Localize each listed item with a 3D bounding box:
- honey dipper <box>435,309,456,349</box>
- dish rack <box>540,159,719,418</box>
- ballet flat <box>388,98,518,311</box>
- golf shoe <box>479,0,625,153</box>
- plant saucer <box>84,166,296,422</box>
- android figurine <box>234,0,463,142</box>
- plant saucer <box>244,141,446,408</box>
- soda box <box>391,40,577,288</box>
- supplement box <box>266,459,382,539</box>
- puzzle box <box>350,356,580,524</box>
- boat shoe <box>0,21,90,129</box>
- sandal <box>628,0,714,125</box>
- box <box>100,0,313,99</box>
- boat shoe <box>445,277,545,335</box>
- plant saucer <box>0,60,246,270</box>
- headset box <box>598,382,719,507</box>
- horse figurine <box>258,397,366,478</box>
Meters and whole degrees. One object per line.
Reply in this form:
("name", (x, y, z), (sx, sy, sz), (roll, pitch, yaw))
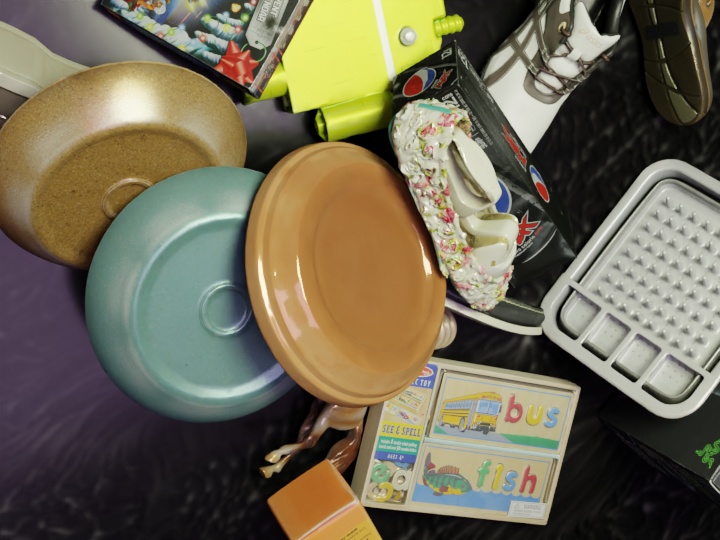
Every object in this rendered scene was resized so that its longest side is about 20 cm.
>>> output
("honey dipper", (0.013, 0.057, 0.999), (0.199, 0.038, 0.039), (-8, 105, -55))
("dish rack", (0.274, 0.018, 1.089), (0.201, 0.171, 0.044), (-52, 147, -3))
("ballet flat", (0.083, -0.044, 0.950), (0.076, 0.063, 0.201), (-59, 133, -35))
("golf shoe", (0.161, -0.179, 1.038), (0.077, 0.094, 0.202), (23, 93, -21))
("plant saucer", (-0.103, 0.025, 0.926), (0.198, 0.036, 0.203), (-7, 108, -20))
("android figurine", (-0.012, -0.201, 1.007), (0.198, 0.041, 0.184), (-14, 103, -13))
("plant saucer", (0.000, 0.000, 0.932), (0.199, 0.037, 0.203), (12, 73, -43))
("soda box", (0.103, -0.082, 1.016), (0.063, 0.071, 0.200), (-26, 123, 22))
("supplement box", (-0.004, 0.256, 1.043), (0.068, 0.067, 0.201), (-34, 125, -9))
("puzzle box", (0.095, 0.149, 1.095), (0.198, 0.025, 0.135), (10, 96, -26))
("boat shoe", (-0.221, -0.116, 0.943), (0.199, 0.072, 0.059), (27, 130, -32))
("sandal", (0.280, -0.229, 1.079), (0.054, 0.081, 0.202), (-21, 104, -30))
("box", (-0.089, -0.252, 0.945), (0.136, 0.040, 0.202), (29, 89, 6))
("boat shoe", (0.078, 0.000, 1.053), (0.198, 0.072, 0.068), (26, 92, -17))
("plant saucer", (-0.174, -0.063, 0.919), (0.198, 0.036, 0.201), (-16, 140, -13))
("headset box", (0.333, 0.114, 1.086), (0.093, 0.200, 0.175), (40, 87, -21))
("horse figurine", (-0.038, 0.096, 1.027), (0.132, 0.050, 0.202), (-31, 123, -22))
